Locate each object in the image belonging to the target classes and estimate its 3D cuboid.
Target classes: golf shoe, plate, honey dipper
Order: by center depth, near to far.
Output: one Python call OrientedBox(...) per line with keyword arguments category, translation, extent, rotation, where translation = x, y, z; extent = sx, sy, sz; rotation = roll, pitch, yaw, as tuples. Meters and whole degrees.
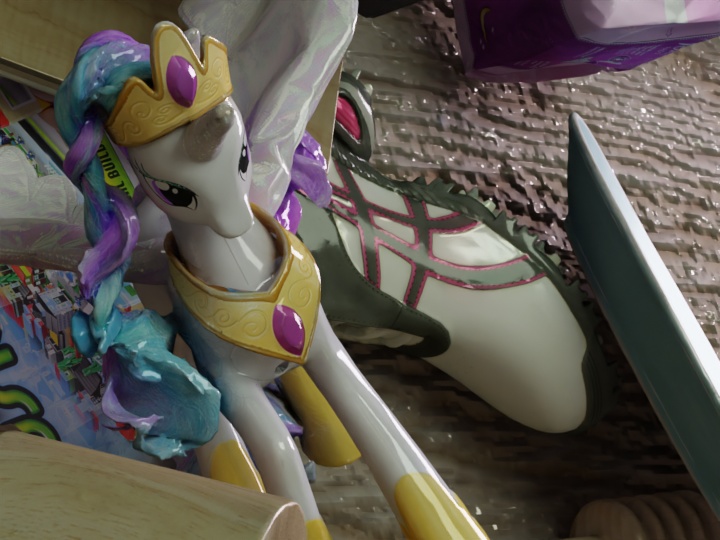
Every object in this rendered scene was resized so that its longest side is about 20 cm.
OrientedBox(category="honey dipper", translation=(0.045, 0.100, 1.023), extent=(0.199, 0.038, 0.038), rotation=(-1, 66, -42))
OrientedBox(category="golf shoe", translation=(0.000, 0.000, 1.029), extent=(0.200, 0.077, 0.088), rotation=(42, 62, -10))
OrientedBox(category="plate", translation=(0.115, 0.036, 1.080), extent=(0.201, 0.025, 0.200), rotation=(61, 6, -11))

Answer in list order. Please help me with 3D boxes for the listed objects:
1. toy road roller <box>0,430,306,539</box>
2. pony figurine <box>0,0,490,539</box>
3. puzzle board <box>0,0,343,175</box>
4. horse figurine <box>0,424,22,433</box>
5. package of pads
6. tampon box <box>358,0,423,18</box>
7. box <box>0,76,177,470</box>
OrientedBox(category="toy road roller", translation=(-0.054, 0.121, 0.806), extent=(0.122, 0.201, 0.146), rotation=(13, 31, 13))
OrientedBox(category="pony figurine", translation=(-0.045, -0.007, 0.859), extent=(0.166, 0.193, 0.201), rotation=(-30, 120, -11))
OrientedBox(category="puzzle board", translation=(-0.094, -0.119, 0.970), extent=(0.199, 0.017, 0.151), rotation=(20, 54, -18))
OrientedBox(category="horse figurine", translation=(-0.170, 0.086, 0.815), extent=(0.133, 0.050, 0.200), rotation=(46, 44, -4))
OrientedBox(category="package of pads", translation=(0.075, -0.175, 1.121), extent=(0.075, 0.120, 0.201), rotation=(-7, 86, -25))
OrientedBox(category="tampon box", translation=(0.005, -0.207, 0.941), extent=(0.149, 0.126, 0.201), rotation=(27, 68, -29))
OrientedBox(category="box", translation=(-0.102, 0.014, 0.937), extent=(0.110, 0.035, 0.201), rotation=(-22, 81, -48))
